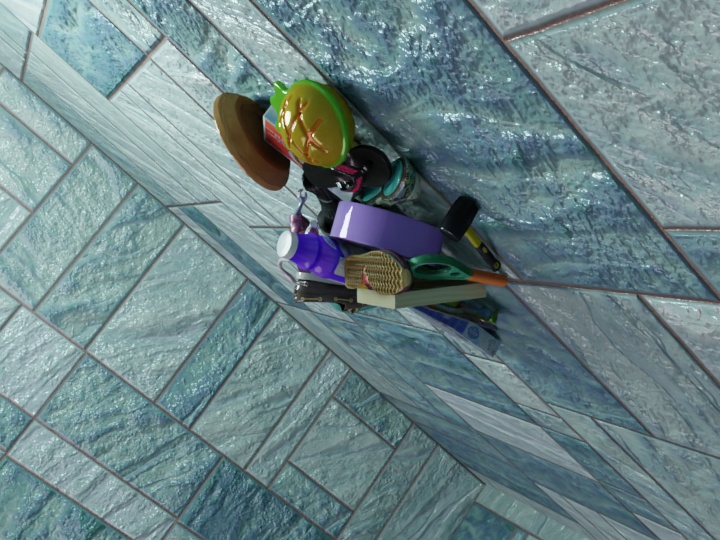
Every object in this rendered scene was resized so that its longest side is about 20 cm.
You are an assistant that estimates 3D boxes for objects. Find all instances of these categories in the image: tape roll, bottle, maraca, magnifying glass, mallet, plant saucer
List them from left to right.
[{"bbox_3d":[-0.190,-0.241,1.502,0.201,0.037,0.202,49,-156,-30],"label":"plant saucer"},{"bbox_3d":[-0.081,-0.232,1.284,0.199,0.106,0.139,25,130,47],"label":"maraca"},{"bbox_3d":[-0.055,-0.022,1.457,0.198,0.066,0.084,18,-159,-36],"label":"bottle"},{"bbox_3d":[0.048,-0.063,1.455,0.197,0.067,0.200,16,180,0],"label":"tape roll"},{"bbox_3d":[0.169,0.004,1.406,0.197,0.023,0.079,9,158,-30],"label":"magnifying glass"},{"bbox_3d":[0.193,-0.056,1.338,0.041,0.067,0.199,28,179,37],"label":"mallet"}]

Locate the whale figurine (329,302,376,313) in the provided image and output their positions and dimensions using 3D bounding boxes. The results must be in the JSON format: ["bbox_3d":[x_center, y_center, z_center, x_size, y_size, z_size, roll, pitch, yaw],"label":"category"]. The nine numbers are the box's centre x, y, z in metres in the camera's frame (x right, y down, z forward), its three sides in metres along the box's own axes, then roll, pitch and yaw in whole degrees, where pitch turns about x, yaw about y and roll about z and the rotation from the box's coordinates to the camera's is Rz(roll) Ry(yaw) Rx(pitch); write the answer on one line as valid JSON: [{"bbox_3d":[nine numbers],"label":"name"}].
[{"bbox_3d":[0.013,0.043,1.697,0.197,0.105,0.159,14,-166,-21],"label":"whale figurine"}]

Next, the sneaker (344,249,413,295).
[{"bbox_3d":[0.049,-0.001,1.358,0.089,0.077,0.199,-4,-174,-27],"label":"sneaker"}]

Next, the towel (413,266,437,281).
[{"bbox_3d":[0.072,-0.017,1.612,0.143,0.023,0.199,32,-163,30],"label":"towel"}]

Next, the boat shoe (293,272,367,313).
[{"bbox_3d":[-0.031,0.049,1.569,0.197,0.061,0.072,12,177,-17],"label":"boat shoe"}]

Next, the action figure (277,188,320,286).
[{"bbox_3d":[-0.112,-0.057,1.570,0.134,0.149,0.200,41,177,-6],"label":"action figure"}]

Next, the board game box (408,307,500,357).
[{"bbox_3d":[0.183,0.104,1.794,0.199,0.044,0.198,28,175,39],"label":"board game box"}]

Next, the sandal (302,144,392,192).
[{"bbox_3d":[-0.027,-0.153,1.319,0.198,0.045,0.076,-2,128,45],"label":"sandal"}]

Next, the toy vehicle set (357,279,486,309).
[{"bbox_3d":[0.108,0.039,1.462,0.197,0.027,0.124,-6,-173,-30],"label":"toy vehicle set"}]

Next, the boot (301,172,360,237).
[{"bbox_3d":[-0.064,-0.140,1.622,0.157,0.080,0.210,41,162,-24],"label":"boot"}]

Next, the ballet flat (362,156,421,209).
[{"bbox_3d":[0.063,-0.140,1.350,0.074,0.075,0.200,40,169,-12],"label":"ballet flat"}]

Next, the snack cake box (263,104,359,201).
[{"bbox_3d":[-0.073,-0.212,1.429,0.199,0.068,0.115,37,169,1],"label":"snack cake box"}]

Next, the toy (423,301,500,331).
[{"bbox_3d":[0.182,0.057,1.628,0.197,0.048,0.115,22,-167,-7],"label":"toy"}]
